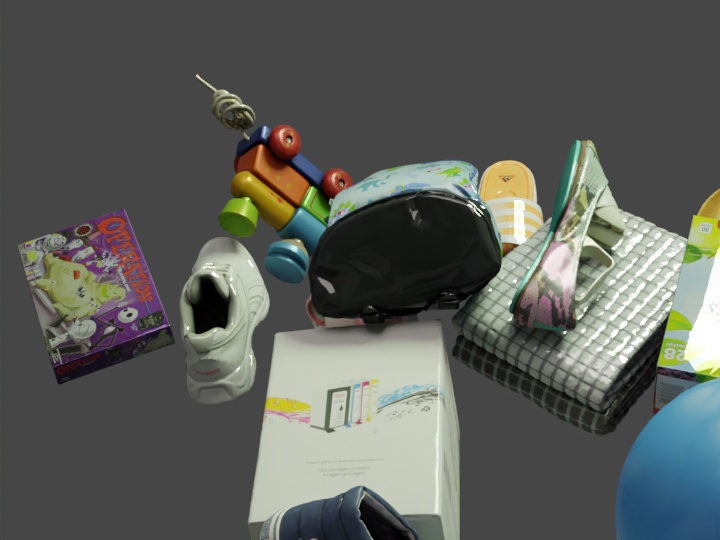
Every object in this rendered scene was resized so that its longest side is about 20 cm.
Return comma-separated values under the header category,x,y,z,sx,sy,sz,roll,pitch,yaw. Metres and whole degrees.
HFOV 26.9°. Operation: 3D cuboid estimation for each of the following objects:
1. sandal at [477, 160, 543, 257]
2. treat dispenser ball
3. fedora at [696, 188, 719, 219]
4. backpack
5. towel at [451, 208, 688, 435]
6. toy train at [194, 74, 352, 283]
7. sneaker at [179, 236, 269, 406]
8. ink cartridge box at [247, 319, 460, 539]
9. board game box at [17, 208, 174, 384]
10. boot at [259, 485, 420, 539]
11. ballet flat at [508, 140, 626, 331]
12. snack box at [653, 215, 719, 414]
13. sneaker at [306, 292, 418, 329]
category,x,y,z,sx,sy,sz,roll,pitch,yaw
sandal,0.138,-0.054,1.461,0.078,0.060,0.208,-4,42,6
treat dispenser ball,0.279,0.174,1.063,0.198,0.203,0.202,-6,41,5
fedora,0.407,-0.062,1.393,0.198,0.082,0.202,-7,41,6
backpack,0.049,-0.027,1.273,0.161,0.200,0.156,-14,80,15
towel,0.198,0.037,1.322,0.165,0.086,0.200,27,55,31
toy train,-0.108,-0.085,1.466,0.084,0.199,0.117,-26,32,49
sneaker,-0.129,0.024,1.401,0.077,0.100,0.201,-8,41,2
ink cartridge box,0.002,0.162,1.180,0.143,0.148,0.201,-4,41,8
board game box,-0.265,0.022,1.492,0.119,0.033,0.201,-16,41,-13
boot,0.021,0.235,1.044,0.090,0.200,0.073,-23,28,35
ballet flat,0.186,-0.024,1.287,0.070,0.069,0.201,21,54,5
snack box,0.343,0.051,1.185,0.197,0.068,0.170,10,50,18
sneaker,0.000,0.000,1.418,0.103,0.076,0.202,-3,45,2
